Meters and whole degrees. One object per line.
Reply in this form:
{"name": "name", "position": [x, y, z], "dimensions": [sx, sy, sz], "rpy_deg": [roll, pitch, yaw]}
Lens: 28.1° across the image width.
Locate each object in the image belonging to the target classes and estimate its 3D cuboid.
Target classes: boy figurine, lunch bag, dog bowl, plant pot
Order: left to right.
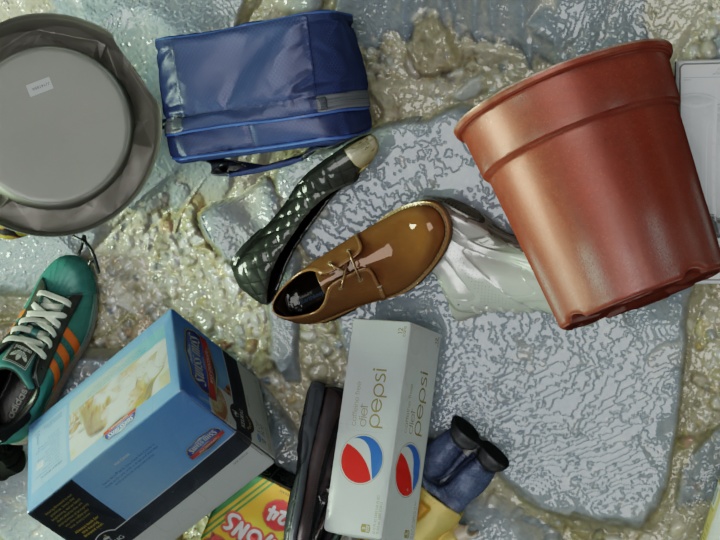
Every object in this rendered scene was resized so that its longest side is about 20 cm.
{"name": "dog bowl", "position": [-0.278, -0.128, 1.298], "dimensions": [0.199, 0.059, 0.201], "rpy_deg": [1, 86, -8]}
{"name": "lunch bag", "position": [-0.094, -0.157, 1.322], "dimensions": [0.199, 0.136, 0.133], "rpy_deg": [-8, 95, 15]}
{"name": "boy figurine", "position": [0.049, 0.231, 1.383], "dimensions": [0.124, 0.064, 0.200], "rpy_deg": [43, 99, 2]}
{"name": "plant pot", "position": [0.205, -0.064, 1.225], "dimensions": [0.200, 0.201, 0.196], "rpy_deg": [-21, 81, 13]}

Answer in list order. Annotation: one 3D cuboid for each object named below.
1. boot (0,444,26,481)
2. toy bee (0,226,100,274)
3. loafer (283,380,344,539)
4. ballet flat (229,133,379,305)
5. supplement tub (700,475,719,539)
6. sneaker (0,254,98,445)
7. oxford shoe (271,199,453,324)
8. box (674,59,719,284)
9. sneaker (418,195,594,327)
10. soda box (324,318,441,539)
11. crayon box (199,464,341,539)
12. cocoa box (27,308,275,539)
{"name": "boot", "position": [-0.455, 0.155, 1.462], "dimensions": [0.157, 0.079, 0.212], "rpy_deg": [-27, 92, 13]}
{"name": "toy bee", "position": [-0.332, -0.079, 1.368], "dimensions": [0.108, 0.200, 0.131], "rpy_deg": [-19, 136, -10]}
{"name": "loafer", "position": [-0.033, 0.201, 1.356], "dimensions": [0.063, 0.072, 0.201], "rpy_deg": [10, 64, -4]}
{"name": "ballet flat", "position": [-0.046, -0.051, 1.363], "dimensions": [0.057, 0.066, 0.200], "rpy_deg": [46, 111, 10]}
{"name": "supplement tub", "position": [0.374, 0.259, 1.281], "dimensions": [0.144, 0.145, 0.201], "rpy_deg": [16, 100, 9]}
{"name": "sneaker", "position": [-0.317, 0.078, 1.411], "dimensions": [0.071, 0.080, 0.201], "rpy_deg": [20, 86, 8]}
{"name": "oxford shoe", "position": [0.000, 0.000, 1.329], "dimensions": [0.200, 0.071, 0.072], "rpy_deg": [-34, 78, 29]}
{"name": "box", "position": [0.338, -0.089, 1.286], "dimensions": [0.116, 0.060, 0.201], "rpy_deg": [1, 98, 11]}
{"name": "sneaker", "position": [0.129, 0.011, 1.340], "dimensions": [0.200, 0.078, 0.100], "rpy_deg": [29, 109, 15]}
{"name": "soda box", "position": [0.021, 0.149, 1.338], "dimensions": [0.063, 0.068, 0.201], "rpy_deg": [2, 79, 30]}
{"name": "crayon box", "position": [-0.102, 0.297, 1.427], "dimensions": [0.127, 0.051, 0.201], "rpy_deg": [24, 102, 7]}
{"name": "cocoa box", "position": [-0.202, 0.164, 1.363], "dimensions": [0.200, 0.134, 0.131], "rpy_deg": [-39, 122, 14]}
